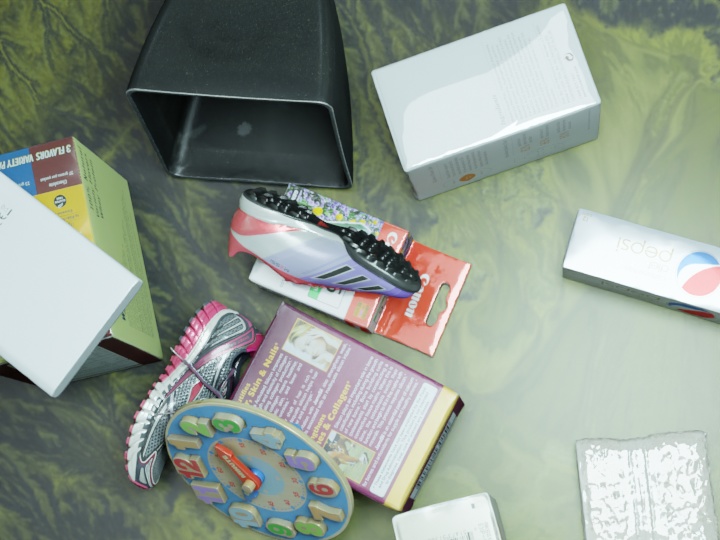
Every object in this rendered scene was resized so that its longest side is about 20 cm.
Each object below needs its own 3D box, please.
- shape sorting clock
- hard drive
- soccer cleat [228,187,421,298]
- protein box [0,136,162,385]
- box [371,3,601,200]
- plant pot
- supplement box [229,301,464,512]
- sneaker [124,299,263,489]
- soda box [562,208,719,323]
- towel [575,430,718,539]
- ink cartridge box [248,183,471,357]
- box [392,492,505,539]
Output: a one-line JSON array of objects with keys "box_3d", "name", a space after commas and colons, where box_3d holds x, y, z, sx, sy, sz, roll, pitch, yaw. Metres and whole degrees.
[{"box_3d": [-0.099, 0.197, 1.634, 0.199, 0.200, 0.039, 26, 54, 11], "name": "shape sorting clock"}, {"box_3d": [-0.317, 0.004, 1.562, 0.200, 0.026, 0.132, 37, 87, 11], "name": "hard drive"}, {"box_3d": [-0.036, -0.011, 1.671, 0.199, 0.068, 0.074, 25, 109, 6], "name": "soccer cleat"}, {"box_3d": [-0.300, -0.002, 1.677, 0.134, 0.200, 0.200, -14, 80, 5], "name": "protein box"}, {"box_3d": [0.126, -0.162, 1.673, 0.199, 0.152, 0.107, -18, 80, 3], "name": "box"}, {"box_3d": [-0.103, -0.206, 1.699, 0.198, 0.200, 0.178, 5, 69, 8], "name": "plant pot"}, {"box_3d": [-0.015, 0.137, 1.668, 0.199, 0.103, 0.131, 28, 85, 10], "name": "supplement box"}, {"box_3d": [-0.171, 0.130, 1.701, 0.074, 0.081, 0.201, 29, 85, 9], "name": "sneaker"}, {"box_3d": [0.301, 0.000, 1.667, 0.199, 0.068, 0.064, 16, 83, 9], "name": "soda box"}, {"box_3d": [0.283, 0.258, 1.648, 0.132, 0.034, 0.201, -6, 80, 5], "name": "towel"}, {"box_3d": [0.000, 0.000, 1.715, 0.199, 0.050, 0.109, 22, 84, 11], "name": "ink cartridge box"}, {"box_3d": [0.090, 0.257, 1.587, 0.094, 0.200, 0.078, -16, 79, 5], "name": "box"}]
